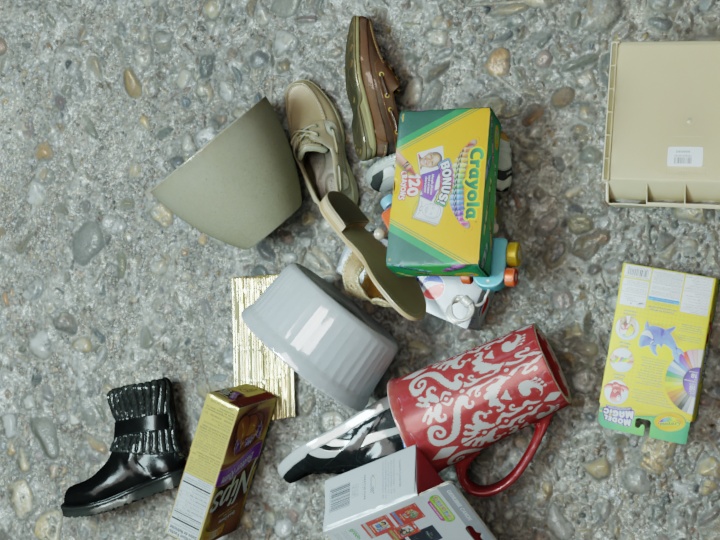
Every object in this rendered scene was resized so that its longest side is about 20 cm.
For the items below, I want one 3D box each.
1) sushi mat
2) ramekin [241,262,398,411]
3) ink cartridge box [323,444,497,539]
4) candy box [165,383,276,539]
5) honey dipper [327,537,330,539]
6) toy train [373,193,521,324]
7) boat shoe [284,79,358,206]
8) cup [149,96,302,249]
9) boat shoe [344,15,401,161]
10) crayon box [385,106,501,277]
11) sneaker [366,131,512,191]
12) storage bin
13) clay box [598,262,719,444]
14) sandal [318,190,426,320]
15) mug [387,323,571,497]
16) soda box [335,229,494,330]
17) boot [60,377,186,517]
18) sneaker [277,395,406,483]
[{"bbox_3d":[-0.134,0.105,1.751,0.095,0.012,0.202,-3,86,20],"label":"sushi mat"},{"bbox_3d":[-0.046,0.079,1.625,0.200,0.200,0.098,39,93,19],"label":"ramekin"},{"bbox_3d":[0.079,0.317,1.555,0.174,0.201,0.084,-24,34,18],"label":"ink cartridge box"},{"bbox_3d":[-0.184,0.259,1.698,0.056,0.116,0.202,22,100,20],"label":"candy box"},{"bbox_3d":[-0.010,0.315,1.643,0.038,0.038,0.200,50,130,17],"label":"honey dipper"},{"bbox_3d":[0.116,-0.031,1.590,0.150,0.056,0.201,-36,65,7],"label":"toy train"},{"bbox_3d":[-0.060,-0.168,1.711,0.072,0.065,0.202,-21,79,19],"label":"boat shoe"},{"bbox_3d":[-0.160,-0.114,1.699,0.200,0.200,0.144,-36,100,16],"label":"cup"},{"bbox_3d":[0.019,-0.242,1.691,0.067,0.072,0.202,-4,75,-12],"label":"boat shoe"},{"bbox_3d":[0.103,-0.094,1.551,0.118,0.058,0.202,0,74,21],"label":"crayon box"},{"bbox_3d":[0.101,-0.118,1.640,0.198,0.076,0.089,-12,89,25],"label":"sneaker"},{"bbox_3d":[0.398,-0.171,1.515,0.198,0.094,0.201,4,89,22],"label":"storage bin"},{"bbox_3d":[0.359,0.099,1.536,0.114,0.048,0.202,11,92,22],"label":"clay box"},{"bbox_3d":[0.004,0.000,1.614,0.070,0.077,0.212,-50,63,31],"label":"sandal"},{"bbox_3d":[0.160,0.170,1.589,0.199,0.178,0.134,-27,34,14],"label":"mug"},{"bbox_3d":[0.071,0.010,1.648,0.199,0.063,0.069,22,93,21],"label":"soda box"},{"bbox_3d":[-0.341,0.248,1.788,0.209,0.079,0.159,-19,86,9],"label":"boot"},{"bbox_3d":[-0.009,0.256,1.660,0.199,0.073,0.113,-33,76,17],"label":"sneaker"}]
